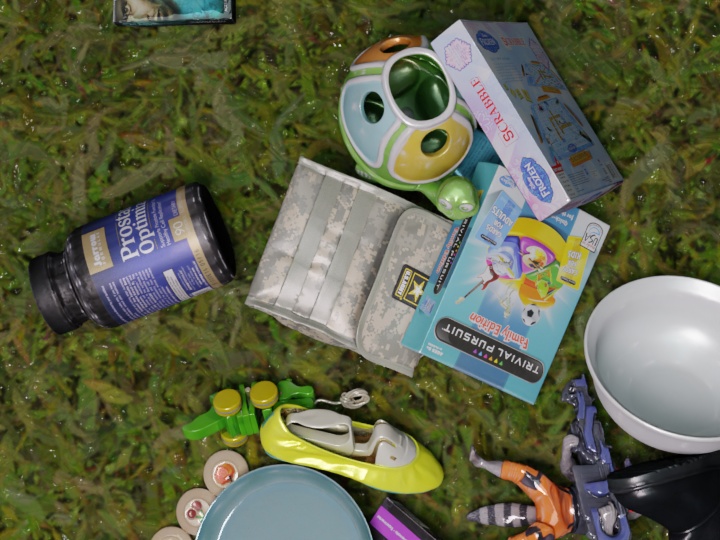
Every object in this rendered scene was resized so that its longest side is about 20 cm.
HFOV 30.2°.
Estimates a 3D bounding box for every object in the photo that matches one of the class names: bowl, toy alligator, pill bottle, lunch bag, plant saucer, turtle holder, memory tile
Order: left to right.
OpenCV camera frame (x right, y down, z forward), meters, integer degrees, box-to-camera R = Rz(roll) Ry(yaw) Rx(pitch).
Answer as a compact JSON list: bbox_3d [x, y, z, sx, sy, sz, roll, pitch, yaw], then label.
[{"bbox_3d":[-0.238,-0.007,1.391,0.198,0.112,0.113,-21,84,3],"label":"pill bottle"},{"bbox_3d":[-0.146,0.306,1.408,0.153,0.017,0.201,37,89,6],"label":"memory tile"},{"bbox_3d":[-0.091,0.137,1.401,0.197,0.060,0.055,-12,41,-2],"label":"toy alligator"},{"bbox_3d":[-0.077,0.301,1.365,0.197,0.027,0.203,-3,80,15],"label":"plant saucer"},{"bbox_3d":[0.000,0.000,1.369,0.198,0.118,0.166,22,86,-1],"label":"lunch bag"},{"bbox_3d":[0.049,-0.143,1.317,0.139,0.132,0.188,4,80,-6],"label":"turtle holder"},{"bbox_3d":[0.315,0.109,1.324,0.198,0.091,0.203,0,49,0],"label":"bowl"}]

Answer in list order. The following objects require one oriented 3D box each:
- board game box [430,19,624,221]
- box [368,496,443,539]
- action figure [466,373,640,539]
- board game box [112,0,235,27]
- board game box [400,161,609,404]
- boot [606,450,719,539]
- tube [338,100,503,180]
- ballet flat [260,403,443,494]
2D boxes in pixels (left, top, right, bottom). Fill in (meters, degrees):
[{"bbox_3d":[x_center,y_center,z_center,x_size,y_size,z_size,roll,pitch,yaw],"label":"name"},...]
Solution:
[{"bbox_3d":[0.170,-0.154,1.323,0.041,0.199,0.201,-33,83,26],"label":"board game box"},{"bbox_3d":[0.025,0.355,1.351,0.143,0.036,0.201,36,91,32],"label":"box"},{"bbox_3d":[0.206,0.215,1.362,0.191,0.105,0.202,0,59,-1],"label":"action figure"},{"bbox_3d":[-0.204,-0.369,1.456,0.133,0.028,0.203,-2,86,4],"label":"board game box"},{"bbox_3d":[0.149,0.014,1.351,0.150,0.047,0.202,24,88,-25],"label":"board game box"},{"bbox_3d":[0.319,0.265,1.291,0.076,0.199,0.171,-14,81,40],"label":"boot"},{"bbox_3d":[0.072,-0.145,1.407,0.199,0.050,0.078,34,86,4],"label":"tube"},{"bbox_3d":[-0.004,0.177,1.357,0.197,0.067,0.067,14,130,-6],"label":"ballet flat"}]
